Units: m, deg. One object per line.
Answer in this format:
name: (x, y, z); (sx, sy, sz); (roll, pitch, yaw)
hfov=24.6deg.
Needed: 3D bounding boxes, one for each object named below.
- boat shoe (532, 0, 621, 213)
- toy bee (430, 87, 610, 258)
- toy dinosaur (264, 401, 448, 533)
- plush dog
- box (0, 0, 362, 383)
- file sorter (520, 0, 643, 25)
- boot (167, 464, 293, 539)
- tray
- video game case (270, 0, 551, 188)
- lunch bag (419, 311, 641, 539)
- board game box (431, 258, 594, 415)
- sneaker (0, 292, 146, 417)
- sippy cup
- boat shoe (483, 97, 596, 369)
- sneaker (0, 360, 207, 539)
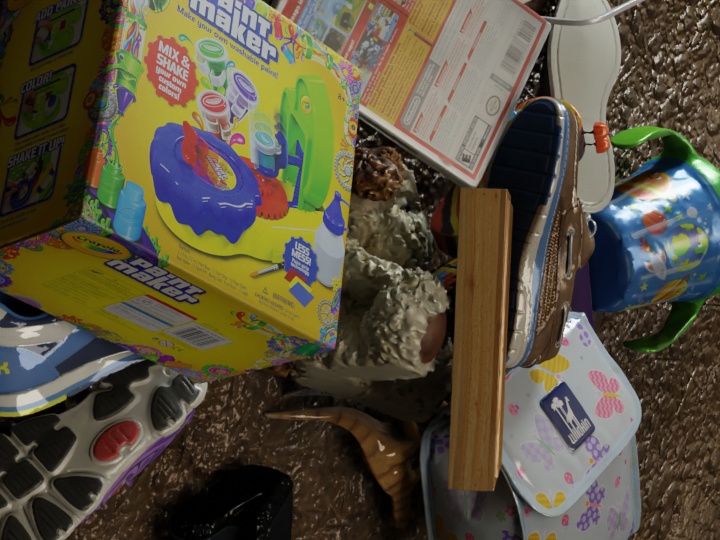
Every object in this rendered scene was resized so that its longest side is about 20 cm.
boat shoe: (0.176, -0.140, 1.385); (0.073, 0.060, 0.203); (4, 78, -27)
toy bee: (0.134, -0.097, 1.289); (0.131, 0.108, 0.202); (24, 80, -67)
toy dinosaur: (0.019, 0.136, 1.291); (0.107, 0.060, 0.201); (-53, 134, -21)
plush dog: (0.000, 0.000, 1.198); (0.200, 0.159, 0.174); (72, 28, -69)
box: (-0.114, -0.064, 0.978); (0.199, 0.121, 0.195); (29, 56, -42)
file sorter: (0.159, -0.301, 1.274); (0.138, 0.124, 0.202); (-29, 122, -39)
boot: (-0.053, 0.223, 1.221); (0.199, 0.076, 0.170); (-17, 117, -38)
tray: (0.085, 0.046, 1.151); (0.099, 0.037, 0.203); (-2, 93, -84)
video game case: (0.034, -0.170, 1.190); (0.199, 0.017, 0.144); (32, 76, -23)
lunch bag: (0.137, 0.155, 1.296); (0.169, 0.126, 0.202); (-33, 124, -42)
board game box: (0.131, 0.071, 1.402); (0.165, 0.056, 0.202); (-31, 123, -37)
sneaker: (-0.167, 0.018, 1.039); (0.199, 0.073, 0.083); (-30, 120, -41)
sippy cup: (0.248, -0.025, 1.460); (0.129, 0.140, 0.179); (-19, 76, -32)
boat shoe: (0.133, -0.027, 1.228); (0.072, 0.072, 0.202); (4, 103, -37)
sneaker: (-0.176, 0.129, 1.059); (0.199, 0.081, 0.084); (-35, 158, -24)
